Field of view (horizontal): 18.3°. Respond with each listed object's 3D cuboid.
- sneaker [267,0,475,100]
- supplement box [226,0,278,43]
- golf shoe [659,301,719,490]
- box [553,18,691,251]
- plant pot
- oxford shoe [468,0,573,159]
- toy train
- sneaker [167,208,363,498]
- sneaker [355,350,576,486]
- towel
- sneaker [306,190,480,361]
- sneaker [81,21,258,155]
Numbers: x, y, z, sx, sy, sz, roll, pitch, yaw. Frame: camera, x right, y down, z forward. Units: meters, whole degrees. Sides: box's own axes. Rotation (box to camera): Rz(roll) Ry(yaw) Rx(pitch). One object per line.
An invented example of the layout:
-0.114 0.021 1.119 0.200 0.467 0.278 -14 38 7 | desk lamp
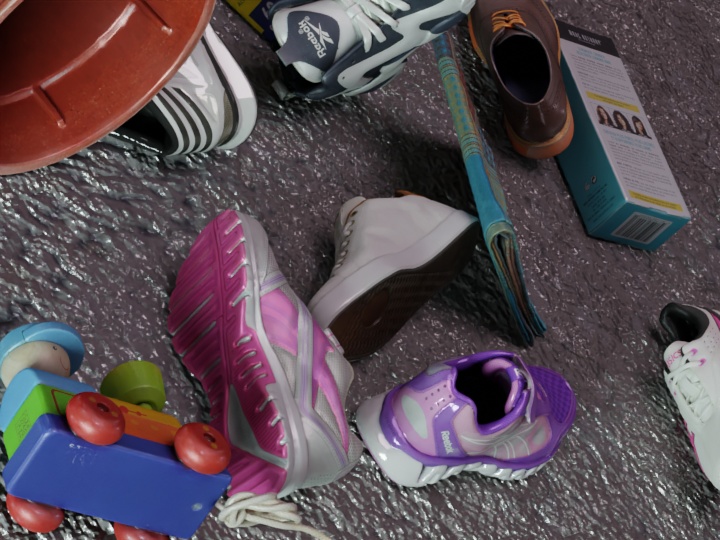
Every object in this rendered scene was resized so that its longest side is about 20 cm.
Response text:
0.001 -0.185 1.598 0.130 0.199 0.080 -27 82 -43 | sneaker
-0.087 -0.288 1.679 0.200 0.109 0.110 43 34 -3 | supplement box
0.264 0.098 1.694 0.092 0.073 0.200 29 27 -14 | golf shoe
0.199 -0.115 1.858 0.082 0.049 0.200 13 46 -39 | box
-0.224 -0.198 1.381 0.201 0.201 0.195 -11 55 -51 | plant pot
0.130 -0.189 1.819 0.073 0.071 0.200 69 3 -56 | oxford shoe
-0.116 0.099 1.282 0.200 0.085 0.116 19 29 -34 | toy train
-0.056 0.056 1.390 0.088 0.081 0.200 11 56 -42 | sneaker
0.091 0.090 1.496 0.200 0.088 0.081 -5 57 -50 | sneaker
0.095 -0.062 1.646 0.147 0.022 0.200 67 8 -51 | towel
0.000 0.000 1.527 0.085 0.073 0.200 28 32 19 | sneaker
-0.158 -0.163 1.502 0.201 0.076 0.115 56 33 10 | sneaker
